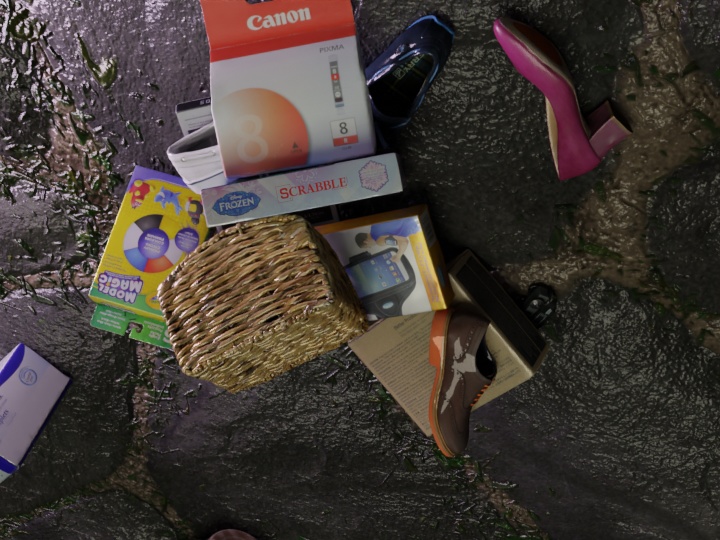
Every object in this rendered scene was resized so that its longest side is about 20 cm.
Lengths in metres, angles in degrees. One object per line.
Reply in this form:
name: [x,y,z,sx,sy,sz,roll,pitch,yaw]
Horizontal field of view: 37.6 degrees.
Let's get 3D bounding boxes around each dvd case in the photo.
dvd case: [-0.115,-0.120,1.232,0.149,0.025,0.201,-12,128,4]

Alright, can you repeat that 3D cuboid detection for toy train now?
toy train: [0.188,0.087,1.350,0.046,0.034,0.200,20,135,-18]

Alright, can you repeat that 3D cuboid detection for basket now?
basket: [-0.114,0.034,1.213,0.199,0.143,0.149,-27,159,9]

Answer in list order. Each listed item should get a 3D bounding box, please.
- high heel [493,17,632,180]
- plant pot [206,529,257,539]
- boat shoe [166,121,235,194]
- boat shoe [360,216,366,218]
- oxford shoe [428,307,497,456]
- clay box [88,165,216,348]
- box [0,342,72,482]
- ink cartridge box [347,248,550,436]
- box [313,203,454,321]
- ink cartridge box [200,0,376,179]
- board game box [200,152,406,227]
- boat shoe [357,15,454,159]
high heel: [0.184,-0.170,1.085,0.200,0.068,0.096,38,121,-22]
plant pot: [-0.241,0.549,1.820,0.199,0.200,0.174,27,119,-7]
boat shoe: [-0.120,-0.151,1.145,0.199,0.074,0.065,-29,128,14]
boat shoe: [-0.034,-0.006,1.316,0.072,0.061,0.201,46,121,-5]
oxford shoe: [0.123,0.140,1.251,0.072,0.071,0.201,7,121,19]
clay box: [-0.249,-0.016,1.282,0.114,0.201,0.048,15,164,3]
box: [-0.566,0.242,1.629,0.105,0.185,0.200,39,132,-17]
ink cartridge box: [0.109,0.093,1.322,0.165,0.075,0.200,50,130,-3]
box: [0.000,0.000,1.245,0.199,0.042,0.120,-11,109,24]
ink cartridge box: [-0.076,-0.205,1.076,0.161,0.050,0.201,-9,105,7]
board game box: [-0.052,-0.088,1.126,0.198,0.200,0.041,-10,95,4]
boat shoe: [0.023,-0.187,1.124,0.084,0.069,0.200,27,134,-7]
